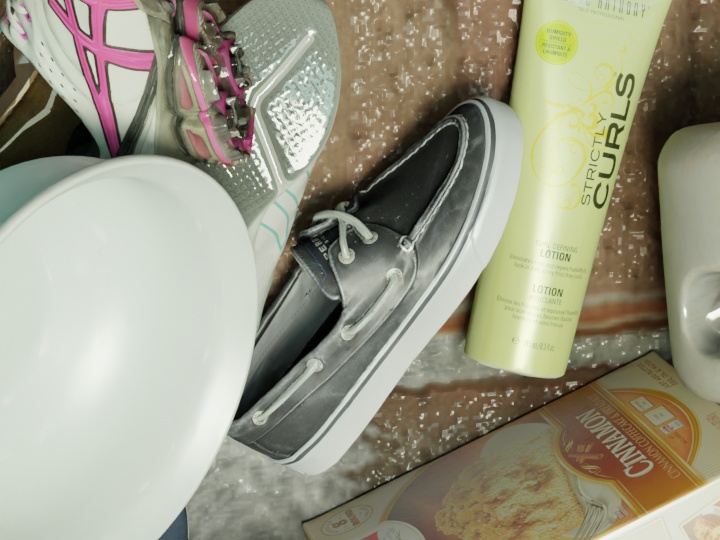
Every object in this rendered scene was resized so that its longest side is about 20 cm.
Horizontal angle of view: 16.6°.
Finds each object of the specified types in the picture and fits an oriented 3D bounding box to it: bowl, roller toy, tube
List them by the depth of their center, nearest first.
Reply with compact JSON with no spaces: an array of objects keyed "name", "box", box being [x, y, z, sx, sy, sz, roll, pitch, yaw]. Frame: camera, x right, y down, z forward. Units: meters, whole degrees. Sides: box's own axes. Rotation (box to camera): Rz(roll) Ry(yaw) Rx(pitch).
[{"name":"bowl","box":[-0.140,0.034,1.018,0.201,0.090,0.202,-31,133,-41]},{"name":"roller toy","box":[0.231,-0.004,1.134,0.181,0.200,0.141,-5,92,3]},{"name":"tube","box":[0.093,-0.051,1.167,0.058,0.052,0.202,1,104,-57]}]

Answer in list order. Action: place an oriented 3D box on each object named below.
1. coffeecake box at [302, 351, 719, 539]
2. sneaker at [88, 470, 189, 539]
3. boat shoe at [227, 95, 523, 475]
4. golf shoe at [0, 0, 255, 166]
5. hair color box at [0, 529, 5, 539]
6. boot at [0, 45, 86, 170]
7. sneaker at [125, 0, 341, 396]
[{"name":"coffeecake box","box":[0.089,0.132,1.160,0.199,0.154,0.073,-26,110,-7]},{"name":"sneaker","box":[-0.108,0.191,1.092,0.075,0.084,0.201,8,103,-34]},{"name":"boat shoe","box":[0.000,0.000,1.141,0.068,0.072,0.201,27,105,-34]},{"name":"golf shoe","box":[-0.110,-0.114,0.989,0.091,0.073,0.201,-9,129,13]},{"name":"hair color box","box":[-0.232,0.122,1.065,0.200,0.065,0.110,39,111,8]},{"name":"boot","box":[-0.145,-0.039,1.087,0.075,0.074,0.201,31,94,-9]},{"name":"sneaker","box":[-0.060,-0.036,1.112,0.070,0.080,0.202,18,105,-3]}]
